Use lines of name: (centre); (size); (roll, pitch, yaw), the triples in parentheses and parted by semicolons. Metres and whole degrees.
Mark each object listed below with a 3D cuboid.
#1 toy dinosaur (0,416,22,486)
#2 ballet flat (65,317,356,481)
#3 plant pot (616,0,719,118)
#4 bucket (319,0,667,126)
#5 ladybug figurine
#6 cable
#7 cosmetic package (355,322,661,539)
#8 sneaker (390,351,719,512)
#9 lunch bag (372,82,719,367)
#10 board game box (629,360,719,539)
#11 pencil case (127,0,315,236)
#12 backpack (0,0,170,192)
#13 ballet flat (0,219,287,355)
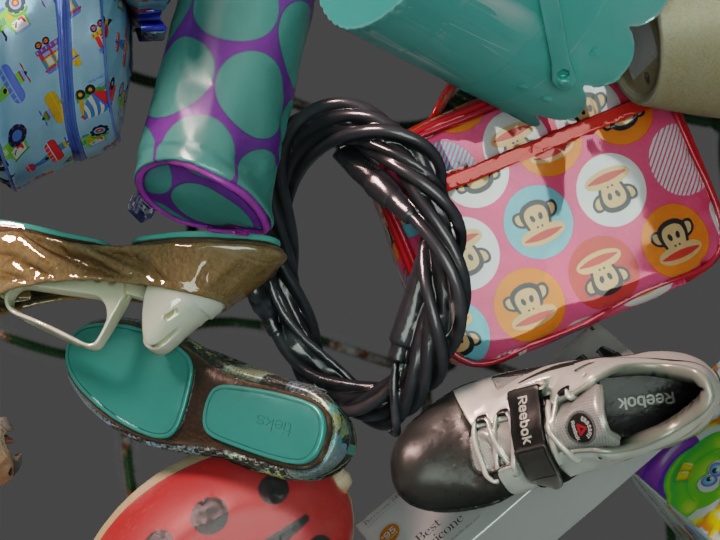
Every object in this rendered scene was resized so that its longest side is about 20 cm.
toy dinosaur: (-0.312, 0.095, 1.197); (0.198, 0.086, 0.137); (-8, 99, 0)
ballet flat: (-0.089, 0.082, 1.216); (0.199, 0.074, 0.075); (21, 89, 28)
plant pot: (0.247, -0.162, 1.177); (0.198, 0.187, 0.189); (-13, 93, -15)
bucket: (0.075, -0.197, 1.134); (0.134, 0.207, 0.209); (18, 90, -29)
ladybug figurine: (-0.087, 0.183, 1.224); (0.200, 0.072, 0.136); (-40, 95, -4)
cable: (0.000, 0.000, 1.199); (0.162, 0.051, 0.202); (-20, 88, 35)
cosmetic package: (0.098, 0.125, 1.232); (0.200, 0.083, 0.051); (-40, 124, -4)
sneaker: (0.111, 0.086, 1.150); (0.198, 0.089, 0.075); (-18, 84, 0)
lunch bag: (0.109, -0.049, 1.239); (0.199, 0.082, 0.177); (-23, 89, -5)
board game box: (0.260, 0.149, 1.184); (0.103, 0.200, 0.105); (-43, 121, -3)
pencil case: (-0.072, -0.119, 1.168); (0.084, 0.093, 0.202); (5, 63, 14)
backpack: (-0.175, -0.151, 1.150); (0.133, 0.183, 0.202); (-8, 88, -8)
ballet flat: (-0.142, 0.012, 1.195); (0.198, 0.068, 0.073); (4, 74, 10)
